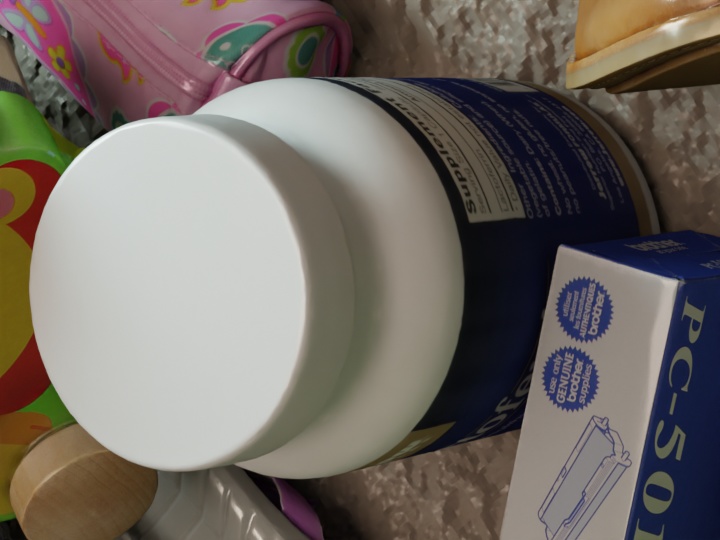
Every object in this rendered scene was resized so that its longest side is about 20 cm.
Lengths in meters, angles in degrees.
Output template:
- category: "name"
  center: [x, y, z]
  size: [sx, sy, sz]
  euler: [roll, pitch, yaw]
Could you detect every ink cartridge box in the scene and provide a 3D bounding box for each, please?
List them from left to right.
- category: "ink cartridge box"
  center: [0.079, 0.091, 0.718]
  size: [0.044, 0.094, 0.202]
  euler: [17, 102, 31]

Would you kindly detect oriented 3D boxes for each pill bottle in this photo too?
- category: "pill bottle"
  center: [0.000, 0.000, 0.700]
  size: [0.115, 0.199, 0.117]
  euler: [3, 95, 33]

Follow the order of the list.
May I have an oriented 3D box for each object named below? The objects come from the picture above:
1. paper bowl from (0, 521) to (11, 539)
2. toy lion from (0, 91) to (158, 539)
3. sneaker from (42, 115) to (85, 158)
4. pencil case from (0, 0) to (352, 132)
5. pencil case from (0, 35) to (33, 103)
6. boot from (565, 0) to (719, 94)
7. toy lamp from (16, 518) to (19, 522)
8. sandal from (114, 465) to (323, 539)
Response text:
- category: "paper bowl"
  center: [-0.205, 0.159, 0.872]
  size: [0.200, 0.104, 0.202]
  euler: [-30, 39, 28]
- category: "toy lion"
  center: [-0.160, 0.036, 0.695]
  size: [0.199, 0.192, 0.069]
  euler: [-31, 50, -2]
- category: "sneaker"
  center: [-0.143, -0.029, 0.844]
  size: [0.200, 0.074, 0.084]
  euler: [43, 126, 1]
- category: "pencil case"
  center: [-0.095, -0.107, 0.823]
  size: [0.200, 0.087, 0.088]
  euler: [40, 113, 23]
- category: "pencil case"
  center: [-0.187, -0.011, 0.737]
  size: [0.078, 0.199, 0.089]
  euler: [68, 163, 2]
- category: "boot"
  center: [0.091, -0.131, 0.642]
  size: [0.076, 0.200, 0.157]
  euler: [-4, 99, 10]
- category: "toy lamp"
  center: [-0.119, 0.073, 0.812]
  size: [0.200, 0.058, 0.058]
  euler: [46, 116, 18]
- category: "sandal"
  center: [-0.032, 0.103, 0.822]
  size: [0.202, 0.050, 0.083]
  euler: [41, 130, 20]
